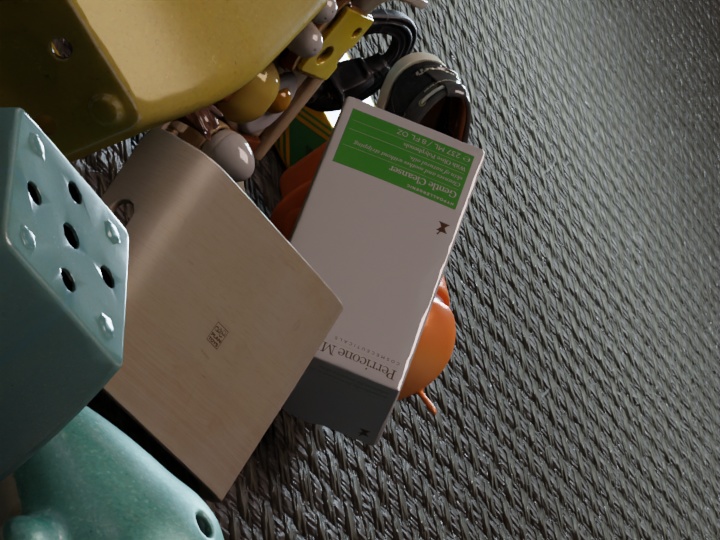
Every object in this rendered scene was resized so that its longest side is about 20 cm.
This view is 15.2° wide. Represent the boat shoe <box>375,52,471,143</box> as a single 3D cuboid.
[{"bbox_3d":[0.036,-0.055,1.974,0.071,0.201,0.068,-4,28,-35],"label":"boat shoe"}]

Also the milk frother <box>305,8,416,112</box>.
[{"bbox_3d":[-0.047,-0.240,1.934,0.200,0.179,0.189,103,-16,-54],"label":"milk frother"}]

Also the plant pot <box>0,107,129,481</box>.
[{"bbox_3d":[-0.207,0.025,1.179,0.142,0.199,0.142,52,23,-37],"label":"plant pot"}]

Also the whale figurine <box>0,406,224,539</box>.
[{"bbox_3d":[-0.139,0.118,1.402,0.201,0.103,0.159,66,19,-1],"label":"whale figurine"}]

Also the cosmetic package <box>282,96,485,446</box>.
[{"bbox_3d":[0.000,0.000,1.780,0.085,0.107,0.201,113,-3,-57],"label":"cosmetic package"}]

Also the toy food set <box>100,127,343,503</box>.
[{"bbox_3d":[-0.103,0.030,1.597,0.144,0.060,0.200,-57,137,-15],"label":"toy food set"}]

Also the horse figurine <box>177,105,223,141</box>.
[{"bbox_3d":[-0.116,-0.171,1.732,0.050,0.132,0.201,33,54,-36],"label":"horse figurine"}]

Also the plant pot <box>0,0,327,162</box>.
[{"bbox_3d":[-0.166,-0.156,1.541,0.196,0.193,0.200,58,29,-22],"label":"plant pot"}]

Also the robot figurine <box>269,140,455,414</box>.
[{"bbox_3d":[0.000,0.008,1.893,0.144,0.116,0.201,80,-5,-65],"label":"robot figurine"}]

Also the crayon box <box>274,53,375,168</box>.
[{"bbox_3d":[-0.037,-0.130,2.053,0.201,0.051,0.126,61,19,-15],"label":"crayon box"}]

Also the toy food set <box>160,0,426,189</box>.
[{"bbox_3d":[-0.046,-0.119,1.797,0.060,0.200,0.143,44,12,21],"label":"toy food set"}]
